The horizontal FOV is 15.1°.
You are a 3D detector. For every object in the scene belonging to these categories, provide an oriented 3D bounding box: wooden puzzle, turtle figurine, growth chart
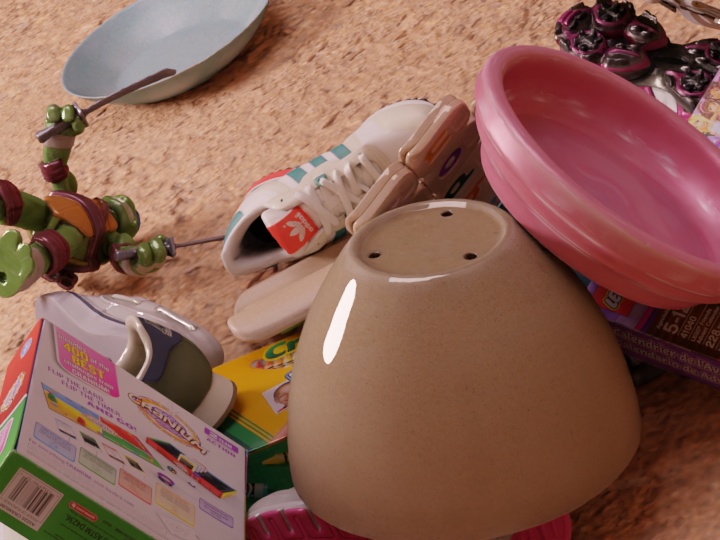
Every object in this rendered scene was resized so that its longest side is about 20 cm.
[{"bbox_3d":[0.000,0.000,1.818,0.185,0.037,0.200,-28,4,-1],"label":"wooden puzzle"},{"bbox_3d":[-0.201,-0.059,1.985,0.200,0.144,0.194,-15,2,35],"label":"turtle figurine"},{"bbox_3d":[0.232,-0.172,1.836,0.145,0.200,0.018,31,101,64],"label":"growth chart"}]

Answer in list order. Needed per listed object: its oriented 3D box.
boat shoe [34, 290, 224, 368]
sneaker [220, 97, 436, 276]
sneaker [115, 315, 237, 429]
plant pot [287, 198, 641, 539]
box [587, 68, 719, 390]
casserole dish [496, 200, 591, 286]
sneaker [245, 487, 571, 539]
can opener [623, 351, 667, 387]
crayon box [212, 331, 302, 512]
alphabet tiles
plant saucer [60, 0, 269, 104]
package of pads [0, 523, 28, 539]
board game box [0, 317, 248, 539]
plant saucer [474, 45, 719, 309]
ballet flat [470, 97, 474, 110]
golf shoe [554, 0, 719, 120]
[{"bbox_3d":[-0.162,0.047,1.893,0.066,0.072,0.200,-20,14,-28],"label":"boat shoe"},{"bbox_3d":[-0.017,-0.048,1.899,0.200,0.070,0.093,-25,19,34],"label":"sneaker"},{"bbox_3d":[-0.173,0.112,1.667,0.200,0.090,0.067,-47,25,-12],"label":"sneaker"},{"bbox_3d":[0.049,0.040,1.504,0.200,0.135,0.200,-8,28,4],"label":"plant pot"},{"bbox_3d":[0.233,-0.023,1.599,0.137,0.039,0.200,20,63,26],"label":"box"},{"bbox_3d":[0.148,-0.040,1.742,0.121,0.039,0.200,19,43,11],"label":"casserole dish"},{"bbox_3d":[0.028,0.138,1.567,0.200,0.081,0.088,-9,30,16],"label":"sneaker"},{"bbox_3d":[0.173,0.054,1.622,0.200,0.053,0.066,-33,63,-9],"label":"can opener"},{"bbox_3d":[-0.004,0.081,1.705,0.200,0.058,0.119,-23,28,8],"label":"crayon box"},{"bbox_3d":[0.044,-0.042,1.622,0.015,0.200,0.196,36,88,16],"label":"alphabet tiles"},{"bbox_3d":[-0.159,-0.191,2.332,0.201,0.039,0.201,-20,28,11],"label":"plant saucer"},{"bbox_3d":[-0.148,0.208,1.507,0.068,0.155,0.200,-37,27,8],"label":"package of pads"},{"bbox_3d":[-0.136,0.116,1.538,0.040,0.153,0.200,-53,13,15],"label":"board game box"},{"bbox_3d":[0.143,-0.046,1.524,0.051,0.200,0.201,-56,16,25],"label":"plant saucer"},{"bbox_3d":[0.127,-0.083,1.867,0.071,0.071,0.200,-31,28,-7],"label":"ballet flat"},{"bbox_3d":[0.221,-0.112,1.825,0.200,0.092,0.073,28,57,30],"label":"golf shoe"}]
